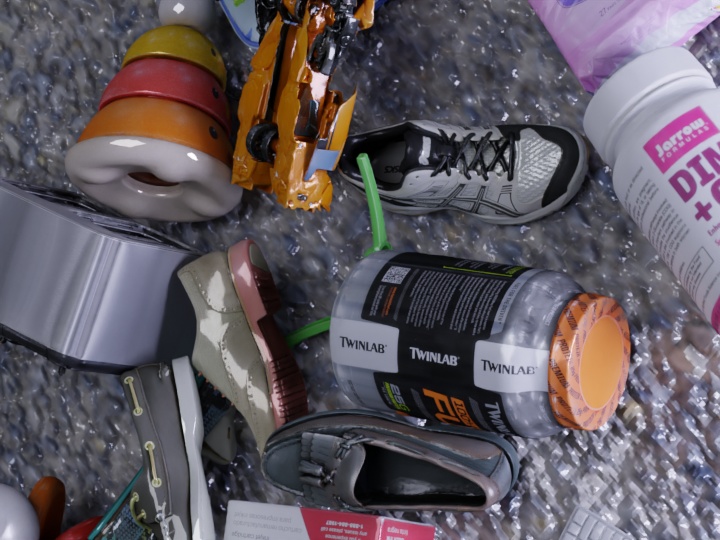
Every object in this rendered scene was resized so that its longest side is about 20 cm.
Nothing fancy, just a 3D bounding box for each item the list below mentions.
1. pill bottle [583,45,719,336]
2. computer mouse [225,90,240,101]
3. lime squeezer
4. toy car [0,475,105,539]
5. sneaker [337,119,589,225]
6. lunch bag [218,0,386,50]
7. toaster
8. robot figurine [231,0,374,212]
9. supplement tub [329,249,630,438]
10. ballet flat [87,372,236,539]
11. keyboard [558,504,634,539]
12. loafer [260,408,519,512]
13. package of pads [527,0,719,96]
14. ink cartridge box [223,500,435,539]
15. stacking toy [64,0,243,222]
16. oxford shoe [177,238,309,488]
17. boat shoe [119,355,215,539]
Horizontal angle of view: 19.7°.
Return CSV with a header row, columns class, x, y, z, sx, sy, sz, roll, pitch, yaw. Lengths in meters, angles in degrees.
class,x,y,z,sx,sy,sz,roll,pitch,yaw
pill bottle,0.246,-0.053,1.433,0.113,0.113,0.200,-44,60,17
computer mouse,-0.095,-0.141,1.721,0.199,0.034,0.059,26,95,35
lime squeezer,0.000,0.000,1.607,0.071,0.038,0.201,40,131,20
toy car,-0.256,0.263,1.682,0.149,0.175,0.201,-12,69,-8
sneaker,0.073,-0.077,1.567,0.199,0.088,0.076,-5,75,30
lunch bag,-0.032,-0.272,1.679,0.200,0.082,0.161,-41,60,19
toaster,-0.233,0.009,1.680,0.180,0.200,0.119,23,97,35
robot figurine,-0.043,-0.152,1.590,0.145,0.058,0.201,26,104,56
supplement tub,0.087,0.054,1.508,0.199,0.122,0.123,7,84,34
ballet flat,-0.140,0.154,1.665,0.074,0.074,0.200,26,78,34
keyboard,0.133,0.270,1.498,0.056,0.011,0.201,29,96,34
loafer,0.015,0.147,1.536,0.199,0.063,0.072,0,110,17
package of pads,0.175,-0.236,1.542,0.120,0.076,0.201,-37,62,18
ink cartridge box,-0.034,0.281,1.560,0.146,0.083,0.201,1,80,33
stacking toy,-0.156,-0.151,1.695,0.145,0.146,0.201,-4,67,32
oxford shoe,-0.090,0.081,1.630,0.073,0.071,0.201,-16,83,13
boat shoe,-0.147,0.165,1.585,0.060,0.072,0.203,-8,65,0
